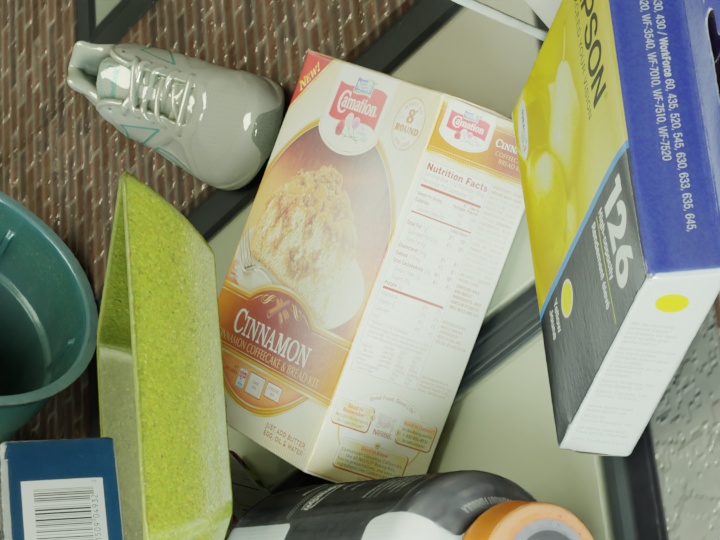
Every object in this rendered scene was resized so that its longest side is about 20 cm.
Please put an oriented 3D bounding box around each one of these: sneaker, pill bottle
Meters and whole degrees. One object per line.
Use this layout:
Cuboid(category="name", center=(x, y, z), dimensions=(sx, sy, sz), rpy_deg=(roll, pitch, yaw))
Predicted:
Cuboid(category="sneaker", center=(-0.115, -0.097, 1.672), dimensions=(0.200, 0.080, 0.071), rpy_deg=(18, 87, 57))
Cuboid(category="pill bottle", center=(0.026, 0.148, 1.297), dimensions=(0.200, 0.106, 0.107), rpy_deg=(-13, 63, 55))

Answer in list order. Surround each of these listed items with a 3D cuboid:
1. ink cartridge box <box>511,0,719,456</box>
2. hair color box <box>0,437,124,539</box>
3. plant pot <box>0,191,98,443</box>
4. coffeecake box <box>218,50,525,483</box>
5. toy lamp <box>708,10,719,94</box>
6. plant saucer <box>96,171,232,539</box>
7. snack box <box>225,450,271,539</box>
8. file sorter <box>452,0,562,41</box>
Cuboid(category="ink cartridge box", center=(0.120, -0.051, 1.251), dimensions=(0.200, 0.047, 0.199), rpy_deg=(108, 162, -54))
Cuboid(category="hair color box", center=(-0.156, 0.181, 1.423), dimensions=(0.200, 0.060, 0.100), rpy_deg=(102, 163, -52))
Cuboid(category="plant pot", center=(-0.296, 0.069, 1.772), dimensions=(0.196, 0.199, 0.201), rpy_deg=(-55, 34, 37))
Cuboid(category="coffeecake box", center=(0.000, 0.000, 1.447), dimensions=(0.153, 0.073, 0.201), rpy_deg=(24, 94, 60))
Cuboid(category="toy lamp", center=(0.189, -0.049, 1.201), dimensions=(0.058, 0.058, 0.201), rpy_deg=(-50, 40, 30))
Cuboid(category="plant saucer", center=(-0.099, 0.081, 1.398), dimensions=(0.200, 0.048, 0.201), rpy_deg=(109, 158, -62))
Cuboid(category="snack box", center=(-0.102, 0.209, 1.512), dimensions=(0.201, 0.053, 0.142), rpy_deg=(-65, 31, 11))
Cuboid(category="file sorter", center=(0.101, -0.224, 1.363), dimensions=(0.201, 0.124, 0.139), rpy_deg=(-59, 33, 19))
